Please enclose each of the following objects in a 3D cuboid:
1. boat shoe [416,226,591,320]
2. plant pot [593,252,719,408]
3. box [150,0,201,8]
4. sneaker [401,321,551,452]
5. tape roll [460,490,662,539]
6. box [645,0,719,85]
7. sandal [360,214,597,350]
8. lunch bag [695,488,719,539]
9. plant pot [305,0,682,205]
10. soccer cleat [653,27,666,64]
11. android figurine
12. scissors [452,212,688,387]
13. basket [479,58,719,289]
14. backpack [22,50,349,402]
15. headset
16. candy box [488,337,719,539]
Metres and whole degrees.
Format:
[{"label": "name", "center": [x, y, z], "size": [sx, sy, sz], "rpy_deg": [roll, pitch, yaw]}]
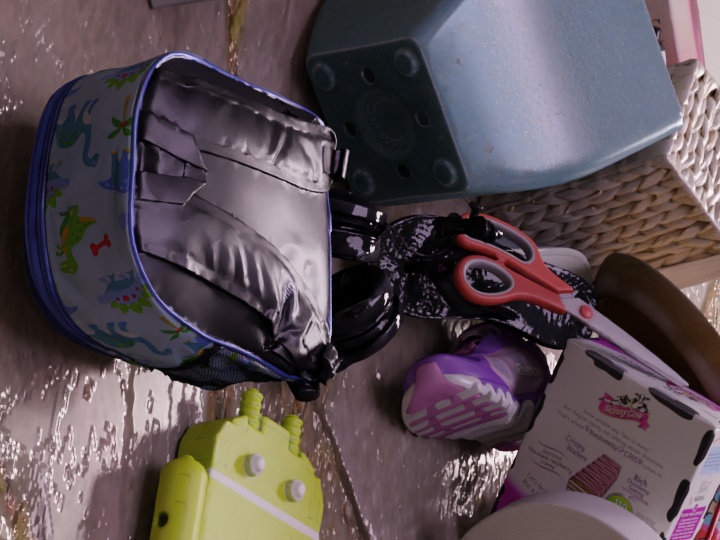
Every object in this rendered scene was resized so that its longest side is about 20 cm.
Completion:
[{"label": "boat shoe", "center": [0.082, 0.000, 1.832], "size": [0.199, 0.062, 0.073], "rpy_deg": [8, 91, -36]}, {"label": "plant pot", "center": [0.234, 0.078, 1.837], "size": [0.027, 0.200, 0.201], "rpy_deg": [-34, 115, -15]}, {"label": "box", "center": [-0.046, -0.254, 1.583], "size": [0.097, 0.199, 0.125], "rpy_deg": [-20, 98, -56]}, {"label": "sneaker", "center": [0.088, 0.078, 1.811], "size": [0.200, 0.080, 0.089], "rpy_deg": [19, 59, -58]}, {"label": "tape roll", "center": [0.146, 0.257, 1.728], "size": [0.037, 0.202, 0.204], "rpy_deg": [-19, 97, -57]}, {"label": "box", "center": [0.230, -0.192, 2.049], "size": [0.109, 0.127, 0.201], "rpy_deg": [-5, 84, -56]}, {"label": "sandal", "center": [0.094, 0.006, 1.768], "size": [0.199, 0.048, 0.076], "rpy_deg": [14, 78, -28]}, {"label": "lunch bag", "center": [0.233, 0.209, 1.891], "size": [0.200, 0.175, 0.082], "rpy_deg": [-55, 128, -48]}, {"label": "plant pot", "center": [0.076, -0.142, 1.758], "size": [0.200, 0.196, 0.197], "rpy_deg": [-35, 111, -40]}, {"label": "soccer cleat", "center": [0.148, -0.156, 1.880], "size": [0.070, 0.199, 0.087], "rpy_deg": [-1, 104, -42]}, {"label": "android figurine", "center": [-0.073, 0.177, 1.566], "size": [0.182, 0.041, 0.201], "rpy_deg": [39, 52, -45]}, {"label": "scissors", "center": [0.152, 0.019, 1.744], "size": [0.199, 0.014, 0.073], "rpy_deg": [22, 53, -12]}, {"label": "basket", "center": [0.205, -0.063, 1.917], "size": [0.123, 0.199, 0.136], "rpy_deg": [50, 42, -28]}, {"label": "backpack", "center": [-0.117, -0.027, 1.457], "size": [0.200, 0.146, 0.184], "rpy_deg": [28, 59, -54]}, {"label": "headset", "center": [0.000, 0.000, 1.654], "size": [0.199, 0.094, 0.124], "rpy_deg": [-24, 111, -38]}, {"label": "candy box", "center": [0.176, 0.167, 1.777], "size": [0.061, 0.136, 0.201], "rpy_deg": [0, 118, -56]}]
